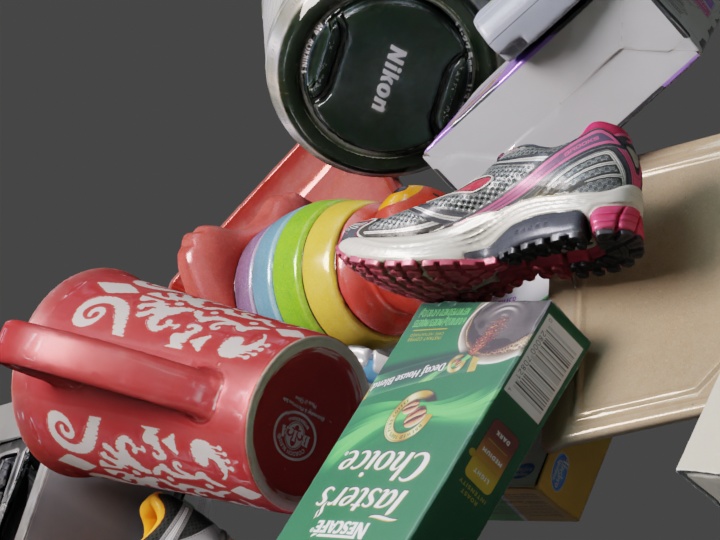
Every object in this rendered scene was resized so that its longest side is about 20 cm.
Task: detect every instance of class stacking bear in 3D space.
[{"bbox_3d":[0.000,0.000,1.752,0.121,0.114,0.199,-24,7,-41],"label":"stacking bear"}]

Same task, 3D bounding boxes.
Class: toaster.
[{"bbox_3d":[-0.217,0.185,1.849,0.180,0.118,0.201,-17,46,44],"label":"toaster"}]

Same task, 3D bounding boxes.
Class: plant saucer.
[{"bbox_3d":[-0.041,-0.003,1.951,0.200,0.037,0.200,-47,29,11],"label":"plant saucer"}]

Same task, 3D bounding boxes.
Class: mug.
[{"bbox_3d":[-0.115,0.084,1.696,0.199,0.177,0.134,11,110,42],"label":"mug"}]

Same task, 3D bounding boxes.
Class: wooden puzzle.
[{"bbox_3d":[0.192,0.006,1.578,0.199,0.037,0.186,-18,50,31],"label":"wooden puzzle"}]

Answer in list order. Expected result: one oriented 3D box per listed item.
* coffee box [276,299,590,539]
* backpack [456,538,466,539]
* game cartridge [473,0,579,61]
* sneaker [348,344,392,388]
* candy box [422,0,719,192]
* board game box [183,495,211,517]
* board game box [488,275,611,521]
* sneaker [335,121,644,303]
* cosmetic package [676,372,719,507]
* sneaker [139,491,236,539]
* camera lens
[{"bbox_3d":[0.035,0.105,1.566,0.123,0.044,0.201,-2,49,53],"label":"coffee box"},{"bbox_3d":[0.092,0.245,1.415,0.200,0.126,0.168,23,89,59],"label":"backpack"},{"bbox_3d":[0.127,-0.183,1.677,0.133,0.041,0.200,-38,3,6],"label":"game cartridge"},{"bbox_3d":[-0.040,0.115,1.773,0.200,0.075,0.087,-32,40,53],"label":"sneaker"},{"bbox_3d":[0.137,-0.122,1.707,0.168,0.072,0.200,-42,3,20],"label":"candy box"},{"bbox_3d":[-0.157,0.180,1.922,0.126,0.035,0.201,-28,38,35],"label":"board game box"},{"bbox_3d":[0.104,0.053,1.681,0.153,0.040,0.201,-5,55,53],"label":"board game box"},{"bbox_3d":[0.077,-0.029,1.607,0.199,0.081,0.075,-11,65,31],"label":"sneaker"},{"bbox_3d":[0.256,0.042,1.418,0.087,0.103,0.201,3,63,54],"label":"cosmetic package"},{"bbox_3d":[-0.156,0.219,1.731,0.200,0.077,0.078,-44,-1,-34],"label":"sneaker"},{"bbox_3d":[0.013,-0.167,1.903,0.160,0.160,0.200,-44,20,16],"label":"camera lens"}]
